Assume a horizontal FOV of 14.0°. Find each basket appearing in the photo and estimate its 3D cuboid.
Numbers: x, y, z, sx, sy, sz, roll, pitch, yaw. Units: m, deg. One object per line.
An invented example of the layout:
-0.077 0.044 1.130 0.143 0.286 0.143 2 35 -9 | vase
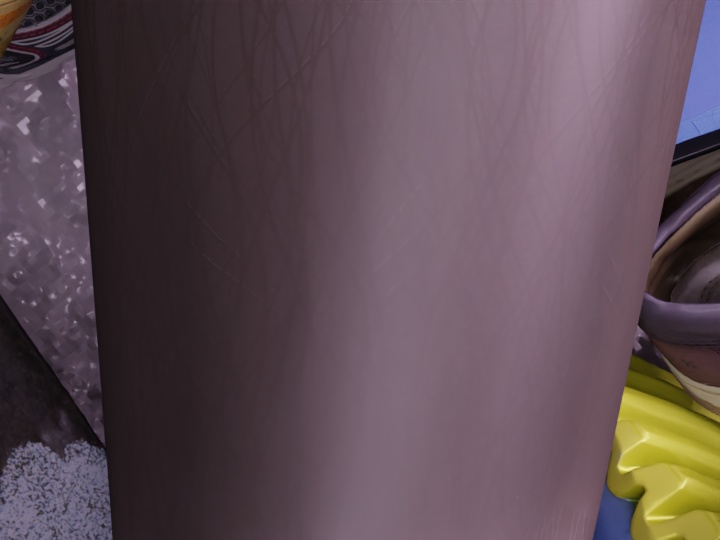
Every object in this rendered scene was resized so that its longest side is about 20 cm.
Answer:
0.000 0.000 0.739 0.179 0.136 0.201 3 87 26 | basket

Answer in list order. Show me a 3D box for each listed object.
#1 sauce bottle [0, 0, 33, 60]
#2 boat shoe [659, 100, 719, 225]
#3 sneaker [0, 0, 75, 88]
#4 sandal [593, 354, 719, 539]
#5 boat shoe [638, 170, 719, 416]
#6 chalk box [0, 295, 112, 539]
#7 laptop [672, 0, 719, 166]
-0.136 -0.048 0.783 0.066 0.200 0.066 13 53 -19 | sauce bottle
0.168 -0.047 0.835 0.201 0.075 0.075 -26 102 1 | boat shoe
-0.162 -0.093 0.822 0.199 0.075 0.081 7 95 -2 | sneaker
0.077 0.093 0.770 0.079 0.200 0.087 27 115 -26 | sandal
0.159 -0.027 0.751 0.199 0.065 0.072 -28 66 16 | boat shoe
-0.164 0.107 0.775 0.200 0.124 0.125 -39 97 -31 | chalk box
0.111 -0.145 0.772 0.103 0.200 0.178 -5 65 -34 | laptop
